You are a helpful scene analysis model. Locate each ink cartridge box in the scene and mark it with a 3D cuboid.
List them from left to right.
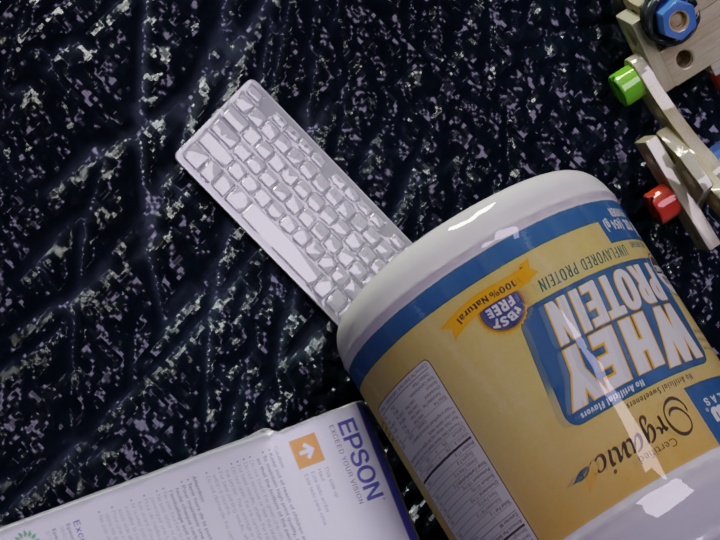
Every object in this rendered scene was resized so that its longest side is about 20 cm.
[{"bbox_3d":[-0.053,0.180,1.280,0.199,0.041,0.201,-18,82,-26],"label":"ink cartridge box"}]

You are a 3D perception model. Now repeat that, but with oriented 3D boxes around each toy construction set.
[{"bbox_3d":[0.199,-0.105,1.452,0.200,0.092,0.132,-39,117,-20],"label":"toy construction set"}]

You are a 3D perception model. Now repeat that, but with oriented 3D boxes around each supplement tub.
[{"bbox_3d":[0.095,0.073,1.291,0.144,0.145,0.201,-25,75,-27],"label":"supplement tub"}]

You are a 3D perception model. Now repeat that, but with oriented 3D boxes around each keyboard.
[{"bbox_3d":[0.000,0.000,1.373,0.200,0.011,0.056,46,63,-5],"label":"keyboard"}]
